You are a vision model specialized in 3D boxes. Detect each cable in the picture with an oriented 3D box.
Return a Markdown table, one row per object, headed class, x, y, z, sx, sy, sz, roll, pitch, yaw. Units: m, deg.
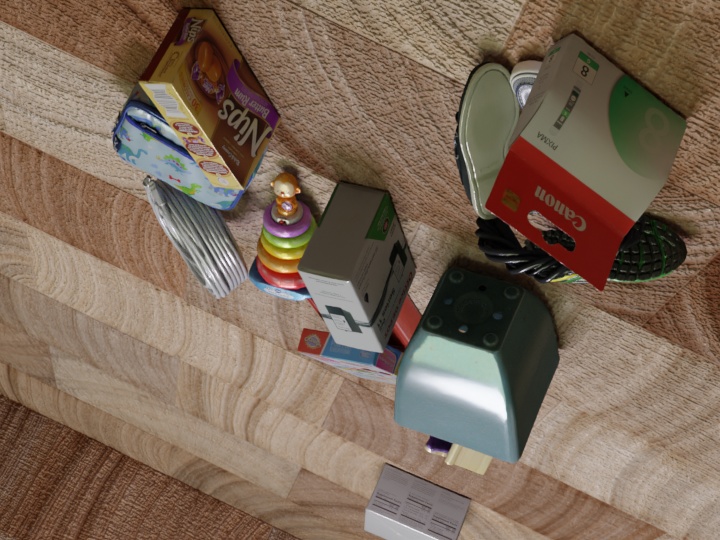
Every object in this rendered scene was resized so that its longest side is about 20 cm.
| class | x | y | z | sx | sy | sz | roll | pitch | yaw |
| --- | --- | --- | --- | --- | --- | --- | --- | --- | --- |
| cable | 0.213 | -0.041 | 1.399 | 0.198 | 0.163 | 0.051 | 16 | 133 | 38 |
| cable | -0.240 | -0.055 | 1.811 | 0.201 | 0.069 | 0.200 | 55 | 168 | 4 |

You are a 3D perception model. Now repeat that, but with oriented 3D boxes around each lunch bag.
| class | x | y | z | sx | sy | sz | roll | pitch | yaw |
| --- | --- | --- | --- | --- | --- | --- | --- | --- | --- |
| lunch bag | -0.232 | -0.173 | 1.651 | 0.199 | 0.083 | 0.161 | 30 | 152 | -12 |

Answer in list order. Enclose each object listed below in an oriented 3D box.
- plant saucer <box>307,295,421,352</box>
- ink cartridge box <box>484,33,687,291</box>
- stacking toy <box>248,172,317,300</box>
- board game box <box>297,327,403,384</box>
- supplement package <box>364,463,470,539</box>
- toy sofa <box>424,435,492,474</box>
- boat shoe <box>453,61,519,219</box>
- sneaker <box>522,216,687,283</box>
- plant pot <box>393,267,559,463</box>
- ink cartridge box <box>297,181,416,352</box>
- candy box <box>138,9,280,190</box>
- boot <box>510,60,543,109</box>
| class | x | y | z | sx | sy | sz | roll | pitch | yaw |
| --- | --- | --- | --- | --- | --- | --- | --- | --- | --- |
| plant saucer | 0.003 | 0.068 | 1.941 | 0.198 | 0.037 | 0.200 | 8 | 149 | 32 |
| ink cartridge box | 0.225 | -0.107 | 1.205 | 0.160 | 0.202 | 0.050 | 33 | 154 | -17 |
| stacking toy | -0.101 | -0.062 | 1.738 | 0.115 | 0.110 | 0.201 | 15 | 141 | 13 |
| board game box | 0.014 | 0.147 | 2.003 | 0.152 | 0.041 | 0.199 | 8 | 168 | 34 |
| supplement package | 0.119 | 0.521 | 2.607 | 0.198 | 0.112 | 0.156 | 22 | 154 | 10 |
| toy sofa | 0.161 | 0.207 | 1.859 | 0.097 | 0.201 | 0.083 | 22 | 119 | -5 |
| boat shoe | 0.134 | -0.153 | 1.358 | 0.066 | 0.074 | 0.201 | -123 | 13 | -46 |
| sneaker | 0.297 | -0.023 | 1.472 | 0.198 | 0.079 | 0.085 | 0 | 176 | 34 |
| plant pot | 0.160 | 0.110 | 1.709 | 0.194 | 0.197 | 0.201 | 16 | 145 | 20 |
| ink cartridge box | 0.000 | 0.000 | 1.686 | 0.082 | 0.148 | 0.201 | 12 | 153 | 23 |
| candy box | -0.180 | -0.205 | 1.494 | 0.056 | 0.118 | 0.201 | 8 | 149 | 31 |
| boot | 0.223 | -0.129 | 1.293 | 0.199 | 0.091 | 0.072 | 38 | 150 | -25 |
